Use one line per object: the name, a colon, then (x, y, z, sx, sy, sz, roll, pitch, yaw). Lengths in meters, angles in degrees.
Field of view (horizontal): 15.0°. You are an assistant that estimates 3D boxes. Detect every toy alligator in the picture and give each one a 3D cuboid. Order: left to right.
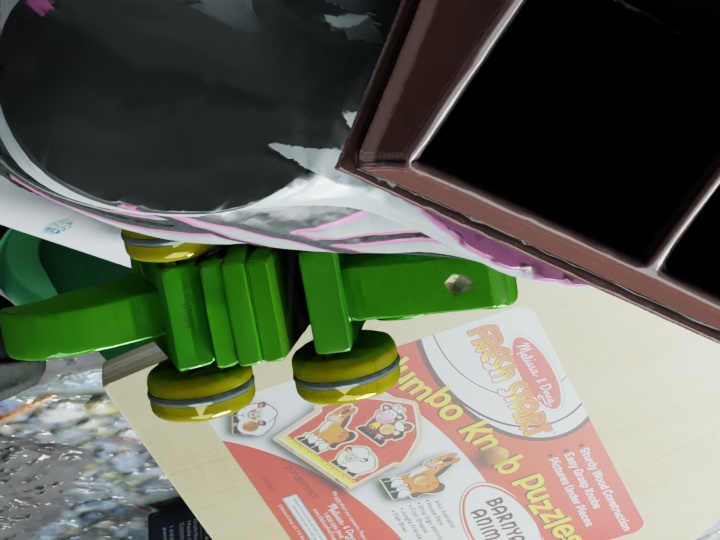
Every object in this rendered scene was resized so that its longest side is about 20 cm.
toy alligator: (0.000, 0.000, 0.762, 0.199, 0.060, 0.054, -8, -163, 6)

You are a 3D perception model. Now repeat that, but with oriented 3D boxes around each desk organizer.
desk organizer: (0.105, -0.016, 0.624, 0.200, 0.072, 0.077, 24, 175, -19)

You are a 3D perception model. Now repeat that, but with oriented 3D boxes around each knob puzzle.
knob puzzle: (0.043, 0.046, 0.870, 0.219, 0.031, 0.220, -4, 137, -3)

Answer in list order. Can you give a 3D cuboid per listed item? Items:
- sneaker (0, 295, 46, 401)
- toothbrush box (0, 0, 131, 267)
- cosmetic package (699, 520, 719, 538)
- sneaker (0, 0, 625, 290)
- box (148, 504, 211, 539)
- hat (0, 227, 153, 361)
sneaker: (-0.159, -0.002, 0.915, 0.076, 0.115, 0.199, -13, -179, 7)
toothbrush box: (-0.001, -0.069, 0.771, 0.146, 0.086, 0.200, 19, 146, -39)
cosmetic package: (0.152, 0.032, 1.024, 0.101, 0.071, 0.200, 16, 148, -36)
sneaker: (-0.003, -0.039, 0.675, 0.199, 0.081, 0.086, 11, 172, -23)
box: (0.033, 0.163, 1.242, 0.182, 0.104, 0.200, -16, 152, 25)
hat: (-0.026, 0.068, 0.943, 0.199, 0.177, 0.166, -9, 156, 8)
